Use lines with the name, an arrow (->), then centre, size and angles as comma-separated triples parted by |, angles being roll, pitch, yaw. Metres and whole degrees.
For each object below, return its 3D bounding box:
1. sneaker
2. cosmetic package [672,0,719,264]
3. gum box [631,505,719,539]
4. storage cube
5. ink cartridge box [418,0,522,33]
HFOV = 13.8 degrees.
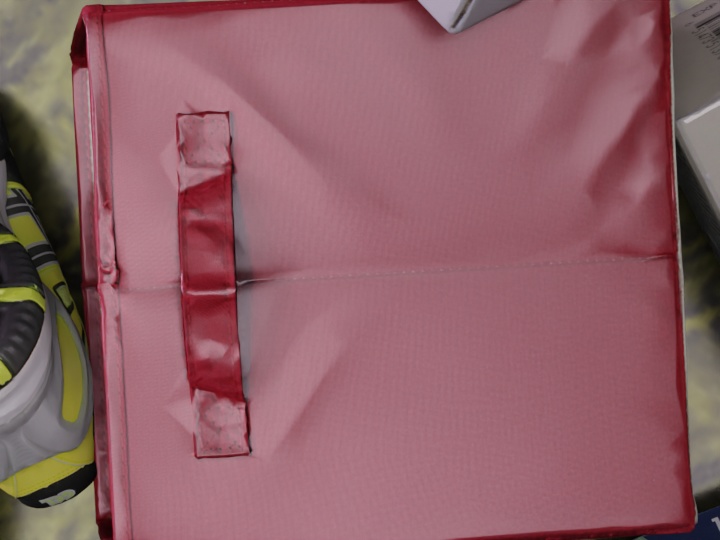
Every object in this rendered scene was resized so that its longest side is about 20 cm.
sneaker -> -0.133, 0.006, 0.979 | 0.075, 0.200, 0.077 | -24, 125, 2
cosmetic package -> 0.171, 0.003, 0.979 | 0.087, 0.103, 0.201 | -28, 110, 2
gum box -> 0.106, 0.178, 0.974 | 0.169, 0.200, 0.045 | -21, 134, 1
storage cube -> 0.000, 0.000, 0.965 | 0.179, 0.200, 0.172 | -3, 90, -6
ink cartridge box -> 0.057, -0.177, 0.906 | 0.200, 0.085, 0.145 | -29, 69, -40
